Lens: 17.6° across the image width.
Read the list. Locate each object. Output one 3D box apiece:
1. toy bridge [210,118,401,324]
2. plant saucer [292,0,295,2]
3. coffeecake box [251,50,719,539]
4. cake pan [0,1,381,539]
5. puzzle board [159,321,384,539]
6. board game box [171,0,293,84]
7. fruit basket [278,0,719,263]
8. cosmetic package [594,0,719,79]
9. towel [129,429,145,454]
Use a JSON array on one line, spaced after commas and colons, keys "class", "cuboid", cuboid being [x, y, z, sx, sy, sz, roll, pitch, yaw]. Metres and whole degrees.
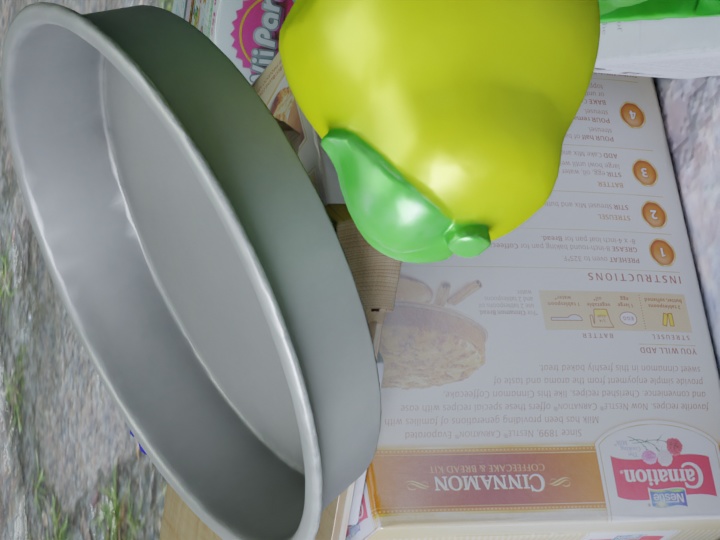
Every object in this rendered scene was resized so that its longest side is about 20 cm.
[{"class": "toy bridge", "cuboid": [-0.041, -0.021, 0.827, 0.200, 0.027, 0.067, 40, 126, 57]}, {"class": "plant saucer", "cuboid": [0.008, -0.190, 0.882, 0.200, 0.027, 0.200, 22, -90, -83]}, {"class": "coffeecake box", "cuboid": [0.047, 0.013, 0.888, 0.073, 0.153, 0.200, 133, 133, -56]}, {"class": "cake pan", "cuboid": [-0.055, 0.000, 0.766, 0.200, 0.037, 0.200, 48, 153, 35]}, {"class": "puzzle board", "cuboid": [-0.034, 0.070, 0.860, 0.151, 0.017, 0.200, -141, 56, -58]}, {"class": "board game box", "cuboid": [-0.054, -0.139, 1.170, 0.200, 0.064, 0.148, -113, 30, -70]}, {"class": "fruit basket", "cuboid": [0.023, -0.100, 0.726, 0.155, 0.215, 0.216, 8, 96, 64]}, {"class": "cosmetic package", "cuboid": [0.142, -0.120, 0.792, 0.200, 0.074, 0.102, 6, 95, 63]}, {"class": "towel", "cuboid": [-0.079, 0.043, 1.280, 0.200, 0.049, 0.148, 178, 93, -65]}]
